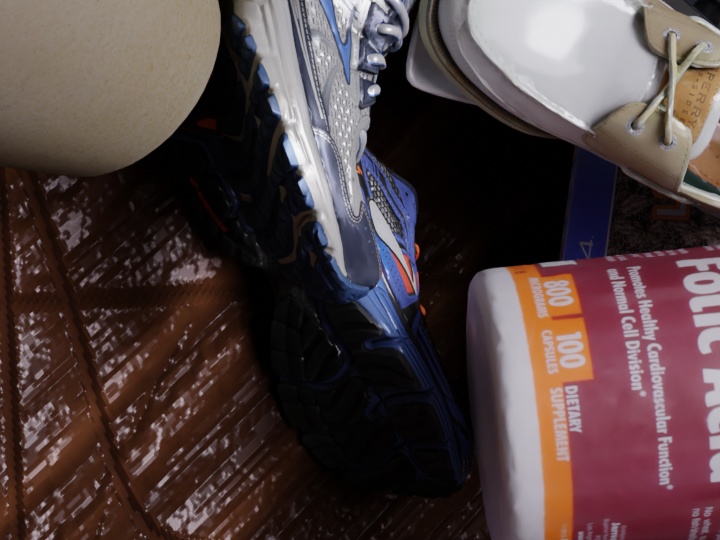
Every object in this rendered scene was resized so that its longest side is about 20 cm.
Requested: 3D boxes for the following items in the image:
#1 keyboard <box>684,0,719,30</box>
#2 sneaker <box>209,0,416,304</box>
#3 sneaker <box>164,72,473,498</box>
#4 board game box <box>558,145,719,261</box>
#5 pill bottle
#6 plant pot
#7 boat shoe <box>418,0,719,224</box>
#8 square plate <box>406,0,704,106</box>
[{"bbox_3d":[0.168,-0.142,1.177,0.200,0.040,0.104,36,79,-30],"label":"keyboard"},{"bbox_3d":[-0.012,-0.089,1.101,0.085,0.077,0.201,-12,82,-17],"label":"sneaker"},{"bbox_3d":[0.000,0.000,1.186,0.078,0.075,0.201,-39,112,-44],"label":"sneaker"},{"bbox_3d":[0.189,-0.019,1.273,0.097,0.198,0.161,72,25,-72],"label":"board game box"},{"bbox_3d":[0.145,0.046,1.144,0.198,0.114,0.115,-6,87,-4],"label":"pill bottle"},{"bbox_3d":[-0.139,-0.114,1.012,0.200,0.186,0.189,40,57,-50],"label":"plant pot"},{"bbox_3d":[0.115,-0.069,1.138,0.199,0.068,0.075,24,86,-29],"label":"boat shoe"},{"bbox_3d":[0.116,-0.149,1.185,0.199,0.028,0.200,13,90,-30],"label":"square plate"}]
